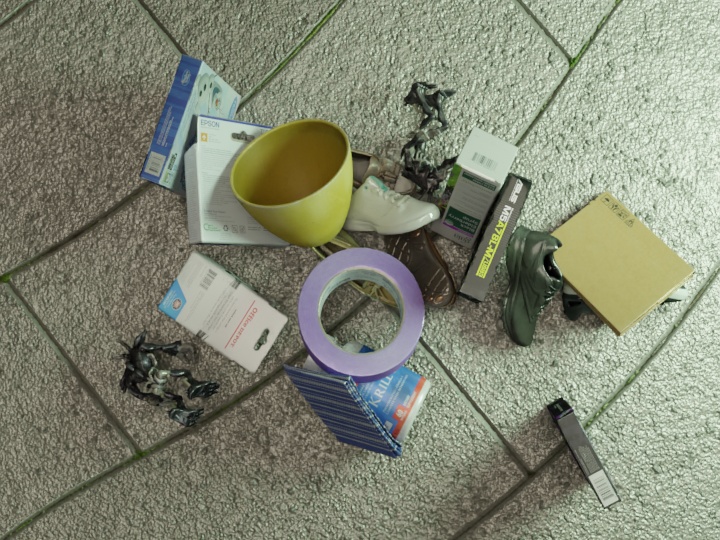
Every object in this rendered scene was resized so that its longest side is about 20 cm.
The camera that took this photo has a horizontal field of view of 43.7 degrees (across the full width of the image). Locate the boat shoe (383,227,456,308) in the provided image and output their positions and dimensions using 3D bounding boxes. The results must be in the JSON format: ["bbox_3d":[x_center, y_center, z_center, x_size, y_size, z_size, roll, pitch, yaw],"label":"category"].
[{"bbox_3d":[0.099,-0.021,1.491,0.075,0.072,0.202,-32,65,18],"label":"boat shoe"}]

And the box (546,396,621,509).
[{"bbox_3d":[0.341,0.276,1.387,0.036,0.200,0.145,-29,84,7],"label":"box"}]

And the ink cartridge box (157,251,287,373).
[{"bbox_3d":[-0.225,0.071,1.517,0.198,0.068,0.117,34,91,6],"label":"ink cartridge box"}]

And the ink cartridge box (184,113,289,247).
[{"bbox_3d":[-0.200,-0.141,1.471,0.040,0.198,0.204,-5,86,41],"label":"ink cartridge box"}]

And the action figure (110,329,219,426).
[{"bbox_3d":[-0.329,0.179,1.502,0.198,0.102,0.120,30,98,32],"label":"action figure"}]

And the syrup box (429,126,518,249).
[{"bbox_3d":[0.176,-0.126,1.419,0.078,0.201,0.082,26,61,6],"label":"syrup box"}]

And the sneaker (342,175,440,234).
[{"bbox_3d":[0.037,-0.110,1.449,0.198,0.075,0.090,3,112,41],"label":"sneaker"}]

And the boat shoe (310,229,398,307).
[{"bbox_3d":[0.001,-0.002,1.491,0.200,0.063,0.074,39,114,8],"label":"boat shoe"}]

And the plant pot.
[{"bbox_3d":[-0.092,-0.121,1.438,0.196,0.143,0.202,-11,45,12],"label":"plant pot"}]

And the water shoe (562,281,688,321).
[{"bbox_3d":[0.429,0.048,1.465,0.196,0.072,0.080,3,107,11],"label":"water shoe"}]

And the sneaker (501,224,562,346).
[{"bbox_3d":[0.277,0.032,1.434,0.089,0.076,0.204,12,117,28],"label":"sneaker"}]

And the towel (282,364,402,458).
[{"bbox_3d":[-0.025,0.221,1.421,0.143,0.201,0.024,6,50,41],"label":"towel"}]

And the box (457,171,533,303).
[{"bbox_3d":[0.208,-0.045,1.415,0.047,0.200,0.196,21,88,5],"label":"box"}]

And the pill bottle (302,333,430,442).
[{"bbox_3d":[0.006,0.185,1.467,0.198,0.112,0.114,27,90,6],"label":"pill bottle"}]

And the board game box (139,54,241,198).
[{"bbox_3d":[-0.274,-0.224,1.471,0.043,0.199,0.203,19,88,11],"label":"board game box"}]

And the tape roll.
[{"bbox_3d":[0.000,0.070,1.408,0.196,0.066,0.204,0,73,-2],"label":"tape roll"}]

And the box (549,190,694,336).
[{"bbox_3d":[0.402,-0.015,1.433,0.163,0.021,0.200,-36,62,-9],"label":"box"}]

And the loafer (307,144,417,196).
[{"bbox_3d":[0.000,-0.169,1.510,0.197,0.063,0.073,19,87,6],"label":"loafer"}]

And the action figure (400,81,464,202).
[{"bbox_3d":[0.120,-0.206,1.473,0.101,0.118,0.204,-10,75,42],"label":"action figure"}]
